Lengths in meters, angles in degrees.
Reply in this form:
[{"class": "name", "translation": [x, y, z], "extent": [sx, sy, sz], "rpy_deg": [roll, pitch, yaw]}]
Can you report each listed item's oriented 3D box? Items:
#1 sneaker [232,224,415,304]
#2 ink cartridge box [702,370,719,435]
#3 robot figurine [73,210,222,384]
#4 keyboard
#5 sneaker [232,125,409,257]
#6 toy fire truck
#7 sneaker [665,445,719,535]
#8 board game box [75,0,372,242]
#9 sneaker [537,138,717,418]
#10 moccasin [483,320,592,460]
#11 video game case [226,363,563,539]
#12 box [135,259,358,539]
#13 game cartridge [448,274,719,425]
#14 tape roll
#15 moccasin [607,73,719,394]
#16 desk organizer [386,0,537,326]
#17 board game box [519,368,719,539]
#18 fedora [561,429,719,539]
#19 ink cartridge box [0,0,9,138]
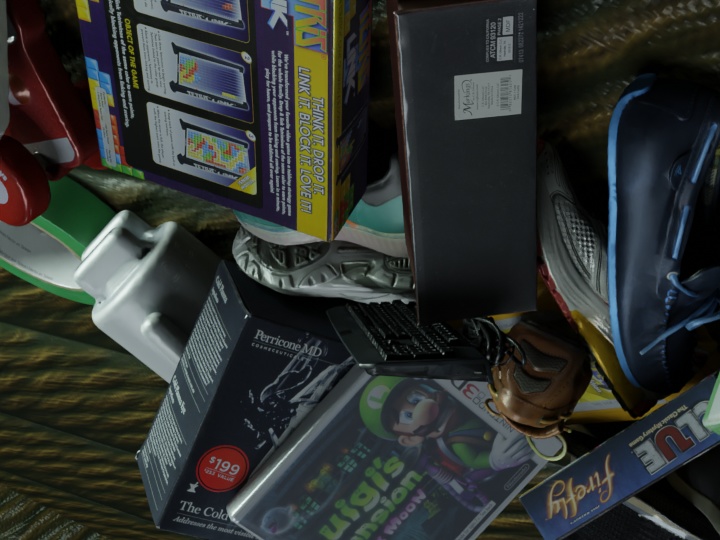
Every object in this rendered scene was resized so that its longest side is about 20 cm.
[{"class": "sneaker", "translation": [0.000, 0.000, 0.939], "extent": [0.199, 0.078, 0.099], "rpy_deg": [9, 159, 27]}, {"class": "ink cartridge box", "translation": [0.303, 0.063, 0.681], "extent": [0.199, 0.146, 0.087], "rpy_deg": [30, 156, -9]}, {"class": "robot figurine", "translation": [-0.152, 0.038, 1.113], "extent": [0.200, 0.170, 0.113], "rpy_deg": [41, 109, -18]}, {"class": "keyboard", "translation": [0.038, 0.030, 0.797], "extent": [0.103, 0.040, 0.200], "rpy_deg": [4, -172, -9]}, {"class": "sneaker", "translation": [-0.021, -0.064, 0.858], "extent": [0.199, 0.071, 0.080], "rpy_deg": [8, 135, 41]}, {"class": "toy fire truck", "translation": [-0.275, -0.131, 0.946], "extent": [0.199, 0.112, 0.169], "rpy_deg": [0, 121, 44]}, {"class": "sneaker", "translation": [0.297, 0.140, 0.952], "extent": [0.075, 0.107, 0.200], "rpy_deg": [26, -174, -8]}, {"class": "board game box", "translation": [-0.077, -0.127, 0.727], "extent": [0.165, 0.057, 0.201], "rpy_deg": [18, 138, 15]}, {"class": "sneaker", "translation": [0.156, -0.004, 0.800], "extent": [0.200, 0.082, 0.078], "rpy_deg": [54, -171, -26]}, {"class": "moccasin", "translation": [0.121, 0.084, 0.876], "extent": [0.073, 0.078, 0.201], "rpy_deg": [26, 178, 6]}, {"class": "video game case", "translation": [0.030, 0.153, 0.954], "extent": [0.182, 0.200, 0.023], "rpy_deg": [40, -174, -29]}, {"class": "box", "translation": [-0.044, 0.116, 0.986], "extent": [0.199, 0.183, 0.104], "rpy_deg": [17, -164, -25]}, {"class": "game cartridge", "translation": [0.164, 0.060, 0.956], "extent": [0.176, 0.033, 0.200], "rpy_deg": [37, 155, -23]}, {"class": "tape roll", "translation": [-0.304, -0.040, 1.202], "extent": [0.200, 0.048, 0.201], "rpy_deg": [21, 155, 10]}, {"class": "moccasin", "translation": [0.175, -0.008, 0.699], "extent": [0.068, 0.081, 0.201], "rpy_deg": [9, 133, 27]}, {"class": "desk organizer", "translation": [0.056, -0.073, 0.710], "extent": [0.071, 0.077, 0.201], "rpy_deg": [-7, 128, -2]}, {"class": "board game box", "translation": [0.189, 0.106, 0.800], "extent": [0.035, 0.135, 0.200], "rpy_deg": [57, -160, 12]}, {"class": "fedora", "translation": [0.223, 0.211, 1.039], "extent": [0.200, 0.092, 0.201], "rpy_deg": [27, -177, -2]}, {"class": "ink cartridge box", "translation": [-0.338, -0.168, 0.853], "extent": [0.199, 0.083, 0.147], "rpy_deg": [14, 113, 26]}]
